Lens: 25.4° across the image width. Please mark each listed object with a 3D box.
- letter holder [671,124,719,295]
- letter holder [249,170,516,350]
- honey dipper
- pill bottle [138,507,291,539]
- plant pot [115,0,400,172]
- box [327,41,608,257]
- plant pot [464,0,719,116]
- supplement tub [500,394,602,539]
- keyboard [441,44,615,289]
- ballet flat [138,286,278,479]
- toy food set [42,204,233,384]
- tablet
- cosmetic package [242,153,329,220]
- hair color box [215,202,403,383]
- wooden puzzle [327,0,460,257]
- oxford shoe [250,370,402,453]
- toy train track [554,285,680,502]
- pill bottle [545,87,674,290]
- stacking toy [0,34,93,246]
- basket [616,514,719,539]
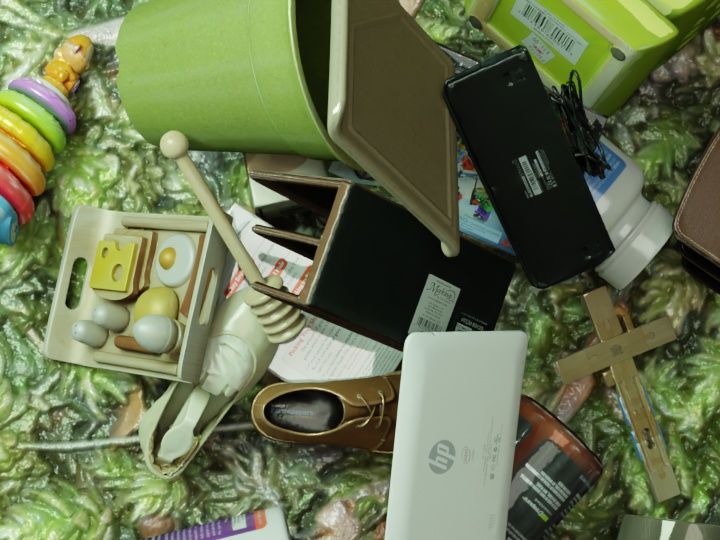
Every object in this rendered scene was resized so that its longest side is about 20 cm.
[{"bbox_3d":[0.356,-0.083,1.415,0.142,0.101,0.200,33,84,-9],"label":"letter holder"},{"bbox_3d":[0.000,0.000,1.307,0.200,0.142,0.101,24,83,-41],"label":"letter holder"},{"bbox_3d":[-0.107,-0.028,1.289,0.038,0.038,0.200,-33,114,-5],"label":"honey dipper"},{"bbox_3d":[-0.151,0.279,1.370,0.200,0.111,0.111,-13,86,-3],"label":"pill bottle"},{"bbox_3d":[-0.086,-0.168,1.278,0.190,0.200,0.200,-5,85,28],"label":"plant pot"},{"bbox_3d":[0.090,-0.106,1.346,0.200,0.038,0.137,24,102,7],"label":"box"},{"bbox_3d":[0.212,-0.259,1.367,0.200,0.199,0.181,41,70,3],"label":"plant pot"},{"bbox_3d":[0.110,0.211,1.389,0.107,0.107,0.200,43,85,2],"label":"supplement tub"},{"bbox_3d":[0.148,-0.088,1.291,0.104,0.040,0.200,-22,113,10],"label":"keyboard"},{"bbox_3d":[-0.130,0.102,1.367,0.069,0.069,0.200,35,116,1],"label":"ballet flat"},{"bbox_3d":[-0.196,0.015,1.367,0.060,0.200,0.144,17,81,-45],"label":"toy food set"},{"bbox_3d":[0.078,0.148,1.286,0.130,0.014,0.200,1,97,-38],"label":"tablet"},{"bbox_3d":[-0.078,-0.152,1.413,0.071,0.105,0.200,-12,84,-2],"label":"cosmetic package"},{"bbox_3d":[-0.058,0.040,1.418,0.200,0.064,0.111,34,86,-1],"label":"hair color box"},{"bbox_3d":[0.022,-0.129,1.206,0.037,0.200,0.185,-16,53,24],"label":"wooden puzzle"},{"bbox_3d":[0.008,0.122,1.351,0.200,0.071,0.071,-4,86,-6],"label":"oxford shoe"},{"bbox_3d":[0.241,0.111,1.443,0.115,0.033,0.200,-21,92,-11],"label":"toy train track"},{"bbox_3d":[0.179,-0.077,1.413,0.200,0.112,0.112,40,85,2],"label":"pill bottle"},{"bbox_3d":[-0.297,-0.130,1.415,0.110,0.116,0.200,34,71,0],"label":"stacking toy"},{"bbox_3d":[0.274,0.318,1.377,0.180,0.136,0.200,8,81,4],"label":"basket"}]
